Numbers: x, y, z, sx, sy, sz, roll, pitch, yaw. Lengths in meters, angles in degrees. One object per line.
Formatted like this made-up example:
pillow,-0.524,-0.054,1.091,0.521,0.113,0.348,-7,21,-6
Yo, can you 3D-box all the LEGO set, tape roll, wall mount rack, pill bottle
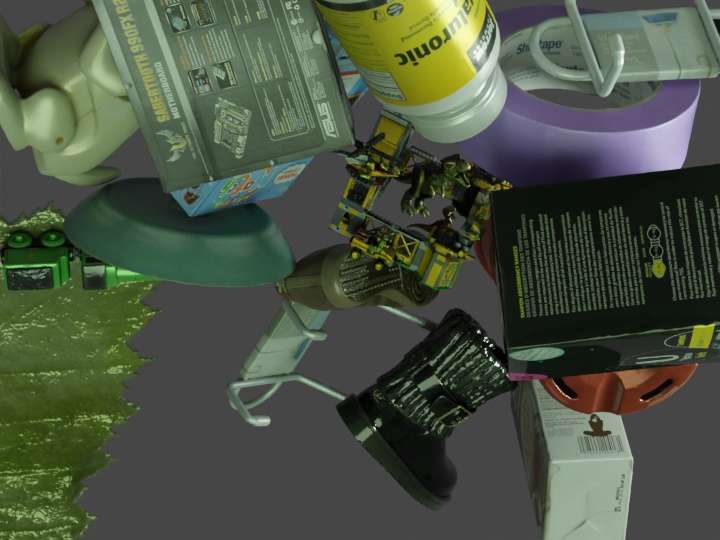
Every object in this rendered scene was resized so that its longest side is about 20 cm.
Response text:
LEGO set,0.059,-0.088,1.556,0.153,0.200,0.116,30,123,10
tape roll,0.173,-0.140,1.519,0.199,0.201,0.066,0,128,-7
wall mount rack,-0.030,0.079,1.742,0.173,0.075,0.200,-5,137,-47
wall mount rack,0.229,-0.221,1.481,0.199,0.175,0.075,-5,147,-15
pill bottle,0.039,-0.186,1.380,0.111,0.112,0.200,-24,140,10

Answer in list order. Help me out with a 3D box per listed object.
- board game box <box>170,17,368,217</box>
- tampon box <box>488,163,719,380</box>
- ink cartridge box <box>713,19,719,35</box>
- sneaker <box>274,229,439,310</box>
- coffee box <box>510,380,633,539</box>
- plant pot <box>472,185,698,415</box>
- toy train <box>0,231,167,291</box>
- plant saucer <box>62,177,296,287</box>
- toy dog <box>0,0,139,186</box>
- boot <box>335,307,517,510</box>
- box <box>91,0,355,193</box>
board game box,-0.055,-0.133,1.539,0.037,0.151,0.200,46,116,14
tampon box,0.204,0.006,1.443,0.199,0.127,0.150,-6,166,5
ink cartridge box,0.359,-0.164,1.525,0.099,0.201,0.039,-27,129,12
sneaker,0.000,0.000,1.653,0.075,0.200,0.071,-3,88,30
coffee box,0.194,0.150,1.737,0.079,0.201,0.115,-2,127,-4
plant pot,0.209,0.011,1.639,0.199,0.196,0.202,-3,127,-4
toy train,-0.223,-0.009,1.657,0.198,0.057,0.042,-3,127,-5
plant saucer,-0.149,-0.039,1.564,0.199,0.200,0.036,8,108,-13
toy dog,-0.188,-0.157,1.501,0.199,0.140,0.195,-20,122,3
boot,0.085,0.137,1.786,0.158,0.080,0.211,-39,144,2
box,-0.103,-0.167,1.401,0.157,0.048,0.201,-14,124,7
